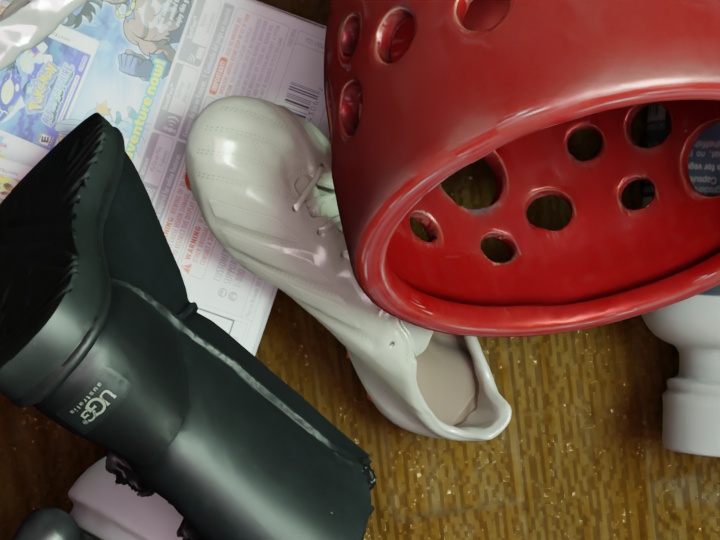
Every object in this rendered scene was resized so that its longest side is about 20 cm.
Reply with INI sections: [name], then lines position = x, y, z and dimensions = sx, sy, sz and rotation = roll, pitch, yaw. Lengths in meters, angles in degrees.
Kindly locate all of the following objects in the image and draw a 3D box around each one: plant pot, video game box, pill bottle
[plant pot]
position = 0.076, -0.093, 0.918
dimensions = 0.200, 0.201, 0.183
rotation = -9, 62, -11
[video game box]
position = -0.117, -0.040, 0.997
dimensions = 0.182, 0.047, 0.201
rotation = 20, 86, -14
[pill bottle]
position = 0.188, -0.017, 1.022
dimensions = 0.119, 0.120, 0.201
rotation = 2, 91, -11

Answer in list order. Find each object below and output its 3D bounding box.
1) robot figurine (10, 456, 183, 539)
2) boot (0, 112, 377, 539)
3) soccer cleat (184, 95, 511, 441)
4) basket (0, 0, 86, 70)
[robot figurine]
position = -0.103, 0.170, 0.960
dimensions = 0.125, 0.150, 0.200
rotation = 30, 81, 1
[boot]
position = -0.073, 0.039, 0.908
dimensions = 0.076, 0.200, 0.168
rotation = -41, 114, 13
[soccer cleat]
position = 0.000, 0.000, 0.972
dimensions = 0.069, 0.077, 0.200
rotation = -50, 124, -18
[basket]
position = -0.200, -0.189, 0.876
dimensions = 0.198, 0.161, 0.200
rotation = -42, 143, -7
